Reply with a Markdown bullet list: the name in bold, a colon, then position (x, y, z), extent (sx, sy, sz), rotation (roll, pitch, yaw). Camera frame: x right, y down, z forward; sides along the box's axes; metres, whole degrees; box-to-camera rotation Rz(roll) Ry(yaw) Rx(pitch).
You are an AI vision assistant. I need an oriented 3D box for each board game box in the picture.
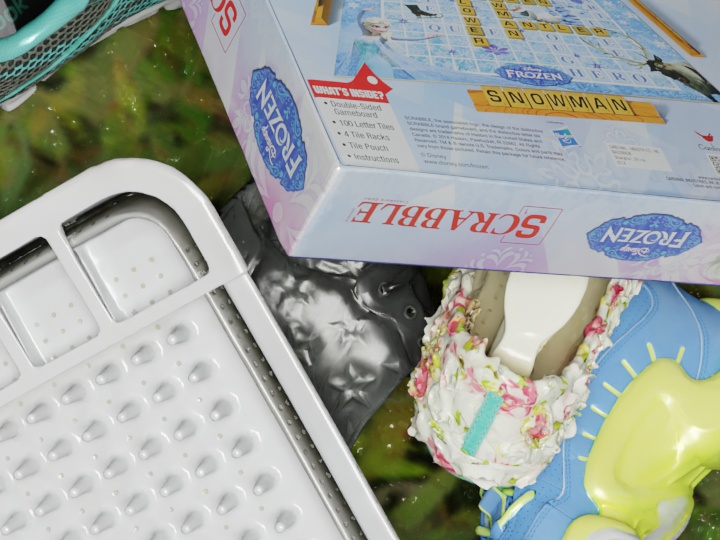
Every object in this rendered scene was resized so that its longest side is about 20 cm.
- **board game box**: position (0.037, -0.083, 0.811), extent (0.200, 0.041, 0.200), rotation (5, 46, -32)

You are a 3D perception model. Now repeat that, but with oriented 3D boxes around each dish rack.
- **dish rack**: position (-0.083, 0.076, 0.851), extent (0.172, 0.044, 0.200), rotation (-29, 92, 14)

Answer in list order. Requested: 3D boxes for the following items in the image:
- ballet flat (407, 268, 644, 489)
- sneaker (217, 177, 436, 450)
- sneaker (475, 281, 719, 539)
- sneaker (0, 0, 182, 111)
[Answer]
- **ballet flat**: position (0.072, -0.013, 0.851), extent (0.076, 0.064, 0.200), rotation (20, 53, -1)
- **sneaker**: position (0.000, 0.000, 0.886), extent (0.104, 0.060, 0.200), rotation (43, 86, -3)
- **sneaker**: position (0.065, 0.069, 0.875), extent (0.105, 0.076, 0.200), rotation (38, 56, 15)
- **sneaker**: position (-0.089, -0.117, 0.860), extent (0.200, 0.091, 0.078), rotation (-41, 95, -10)
